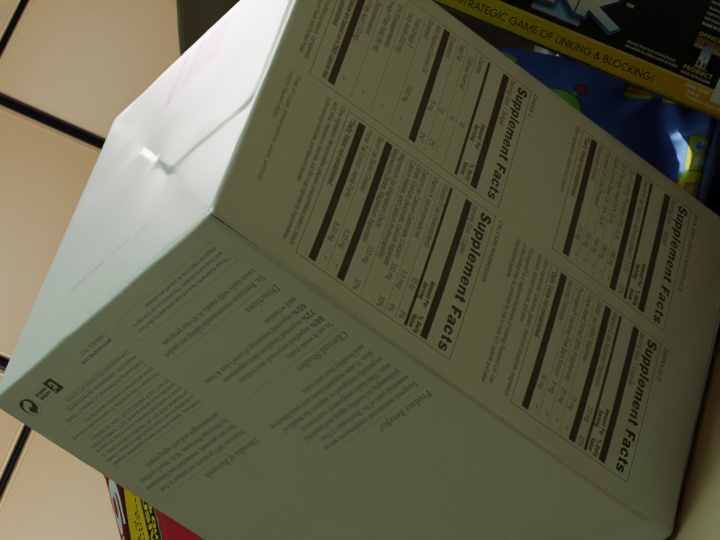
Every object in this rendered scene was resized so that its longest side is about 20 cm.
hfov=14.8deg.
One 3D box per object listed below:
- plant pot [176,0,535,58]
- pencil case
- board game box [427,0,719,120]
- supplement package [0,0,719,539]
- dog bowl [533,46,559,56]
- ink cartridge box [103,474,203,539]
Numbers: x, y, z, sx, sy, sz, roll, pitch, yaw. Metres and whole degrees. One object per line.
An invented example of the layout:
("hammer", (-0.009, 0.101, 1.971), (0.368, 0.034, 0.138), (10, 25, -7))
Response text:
("plant pot", (0.008, -0.173, 1.372), (0.200, 0.173, 0.201), (3, -90, -86))
("pencil case", (0.047, -0.049, 1.111), (0.078, 0.199, 0.087), (93, -173, -68))
("board game box", (0.079, -0.124, 1.070), (0.165, 0.199, 0.057), (-84, 16, -74))
("supplement package", (0.005, 0.015, 1.008), (0.152, 0.200, 0.151), (-37, 25, 44))
("dog bowl", (0.147, -0.157, 1.250), (0.200, 0.073, 0.201), (-157, 90, -86))
("ink cartridge box", (-0.042, 0.158, 1.189), (0.176, 0.083, 0.201), (129, 127, -73))
